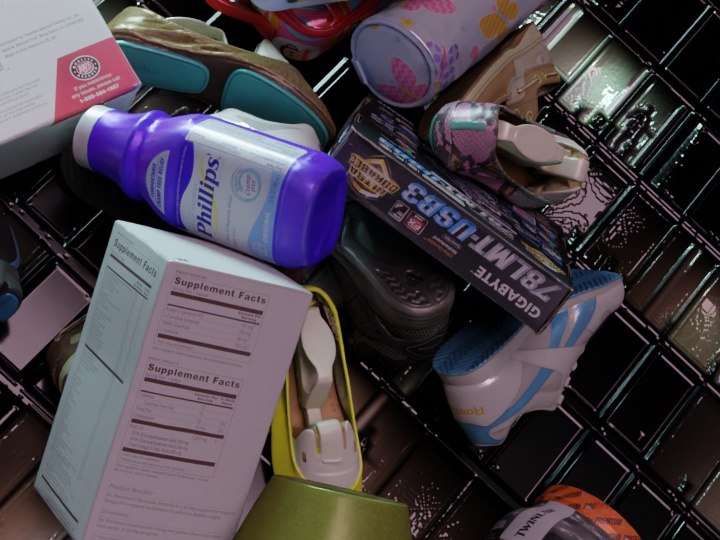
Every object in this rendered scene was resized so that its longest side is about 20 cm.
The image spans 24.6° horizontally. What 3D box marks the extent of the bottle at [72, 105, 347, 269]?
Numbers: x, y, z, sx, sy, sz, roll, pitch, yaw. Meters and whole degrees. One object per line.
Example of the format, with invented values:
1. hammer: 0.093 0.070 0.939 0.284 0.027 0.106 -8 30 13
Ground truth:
1. bottle: -0.108 -0.067 1.158 0.200 0.084 0.065 20 28 21

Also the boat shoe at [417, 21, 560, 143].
1. boat shoe: 0.113 -0.138 1.330 0.066 0.074 0.200 52 41 -7

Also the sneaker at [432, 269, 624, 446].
1. sneaker: 0.138 0.061 1.300 0.200 0.076 0.081 -33 115 -34

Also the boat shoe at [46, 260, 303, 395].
1. boat shoe: -0.141 0.025 1.210 0.202 0.075 0.075 -30 40 -20

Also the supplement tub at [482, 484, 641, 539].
1. supplement tub: 0.115 0.258 1.191 0.123 0.123 0.200 43 64 0

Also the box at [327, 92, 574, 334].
1. box: 0.068 -0.050 1.250 0.200 0.199 0.050 35 105 -5

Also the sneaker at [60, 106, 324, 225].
1. sneaker: -0.126 -0.085 1.264 0.200 0.074 0.089 3 34 1

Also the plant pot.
1. plant pot: -0.035 0.242 1.084 0.187 0.187 0.200 14 84 -13

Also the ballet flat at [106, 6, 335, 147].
1. ballet flat: -0.108 -0.160 1.303 0.200 0.068 0.072 19 48 -7

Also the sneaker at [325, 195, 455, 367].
1. sneaker: 0.000 0.000 1.276 0.076 0.114 0.199 -26 53 -24

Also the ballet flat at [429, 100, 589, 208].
1. ballet flat: 0.130 -0.086 1.259 0.200 0.071 0.069 16 82 -55

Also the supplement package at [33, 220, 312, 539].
1. supplement package: -0.129 0.083 1.118 0.109 0.114 0.200 14 99 -31

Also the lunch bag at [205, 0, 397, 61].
1. lunch bag: -0.063 -0.276 1.345 0.176 0.082 0.200 -39 88 -21

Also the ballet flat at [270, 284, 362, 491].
1. ballet flat: -0.032 0.104 1.226 0.067 0.067 0.200 -2 72 -19

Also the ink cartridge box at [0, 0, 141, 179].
1. ink cartridge box: -0.280 -0.180 1.233 0.145 0.083 0.200 -27 82 -24

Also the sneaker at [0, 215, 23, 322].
1. sneaker: -0.341 -0.008 1.172 0.200 0.073 0.082 8 48 -18

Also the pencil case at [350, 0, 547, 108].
1. pencil case: 0.077 -0.213 1.345 0.200 0.091 0.083 -45 133 -37

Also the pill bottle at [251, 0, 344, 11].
1. pill bottle: 0.007 -0.266 1.259 0.200 0.112 0.112 -12 76 -22
